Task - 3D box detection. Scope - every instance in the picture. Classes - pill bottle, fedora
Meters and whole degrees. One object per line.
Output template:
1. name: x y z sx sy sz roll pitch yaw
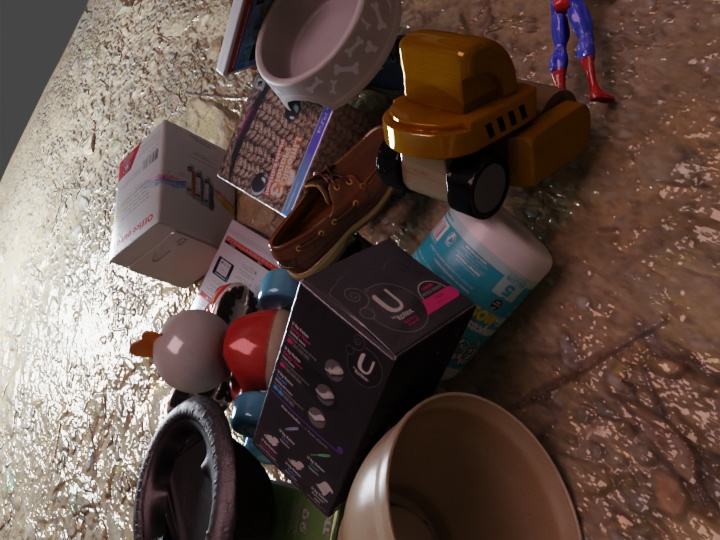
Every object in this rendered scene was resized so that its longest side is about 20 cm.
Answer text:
1. pill bottle: 0.085 0.030 0.742 0.200 0.110 0.111 -51 41 18
2. fedora: -0.147 0.230 0.751 0.200 0.091 0.202 -25 54 41

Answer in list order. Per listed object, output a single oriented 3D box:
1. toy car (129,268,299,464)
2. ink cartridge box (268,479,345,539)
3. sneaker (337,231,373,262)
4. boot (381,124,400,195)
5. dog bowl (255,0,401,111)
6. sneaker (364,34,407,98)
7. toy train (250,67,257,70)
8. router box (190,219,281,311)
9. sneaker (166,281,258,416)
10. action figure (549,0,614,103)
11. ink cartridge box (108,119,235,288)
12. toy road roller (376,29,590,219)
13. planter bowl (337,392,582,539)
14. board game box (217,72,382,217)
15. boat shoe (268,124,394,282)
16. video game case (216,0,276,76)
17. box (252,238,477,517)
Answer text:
1. toy car: -0.164 0.105 0.880 0.198 0.177 0.186 7 60 4
2. ink cartridge box: -0.020 0.253 0.752 0.199 0.103 0.060 -6 68 47
3. sneaker: 0.000 0.000 0.867 0.199 0.083 0.071 6 43 50
4. boot: 0.064 -0.109 0.869 0.200 0.073 0.156 -49 43 14
5. dog bowl: -0.047 -0.290 0.918 0.199 0.058 0.202 -18 60 34
6. sneaker: 0.018 -0.270 0.962 0.198 0.089 0.079 0 68 24
7. toy train: -0.105 -0.301 1.121 0.200 0.149 0.056 46 143 44
8. router box: -0.158 0.040 1.060 0.200 0.049 0.181 29 94 51
9. sneaker: -0.193 0.110 0.982 0.085 0.077 0.201 8 72 60
10. action figure: 0.224 -0.261 0.778 0.065 0.098 0.202 -14 84 42
11. ink cartridge box: -0.297 -0.101 1.213 0.145 0.144 0.202 -29 51 36
12. toy road roller: 0.108 -0.151 0.682 0.199 0.147 0.122 -32 40 -31
13. planter bowl: 0.064 0.220 0.616 0.135 0.199 0.202 -42 43 42
14. board game box: -0.082 -0.157 1.014 0.199 0.096 0.161 30 100 47
15. boat shoe: -0.024 -0.080 0.828 0.201 0.068 0.072 -53 46 -4
16. video game case: -0.102 -0.345 1.011 0.017 0.200 0.143 42 135 14
17. box: -0.002 0.094 0.661 0.106 0.122 0.201 37 129 23
